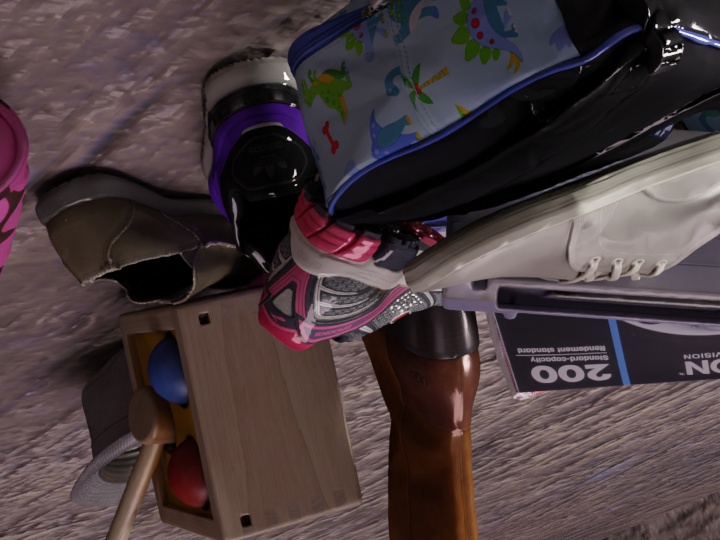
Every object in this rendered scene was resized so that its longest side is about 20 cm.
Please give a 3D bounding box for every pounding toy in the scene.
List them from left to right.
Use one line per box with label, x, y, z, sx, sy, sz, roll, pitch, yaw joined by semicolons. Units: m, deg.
pounding toy;-0.111;0.113;1.112;0.142;0.185;0.200;-12;-179;-23

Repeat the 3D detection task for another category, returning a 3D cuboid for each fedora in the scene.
fedora;-0.155;0.106;1.281;0.200;0.090;0.177;-29;162;10

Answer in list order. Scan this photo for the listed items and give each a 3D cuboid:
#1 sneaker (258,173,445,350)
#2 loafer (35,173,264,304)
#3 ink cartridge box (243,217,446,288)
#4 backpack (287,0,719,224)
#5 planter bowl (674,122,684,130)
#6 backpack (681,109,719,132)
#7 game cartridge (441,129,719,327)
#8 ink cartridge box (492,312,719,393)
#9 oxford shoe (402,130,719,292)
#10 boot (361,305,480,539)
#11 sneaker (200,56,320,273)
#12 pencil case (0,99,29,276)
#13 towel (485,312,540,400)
sneaker;0.000;0.000;0.859;0.075;0.081;0.200;-60;159;10
loafer;-0.127;-0.006;1.008;0.075;0.070;0.200;-26;160;28
ink cartridge box;0.011;-0.015;1.151;0.119;0.042;0.200;-3;161;-33
backpack;0.068;-0.111;0.738;0.200;0.147;0.183;-29;165;35
planter bowl;0.133;-0.071;1.009;0.200;0.084;0.200;-18;167;-4
backpack;0.275;-0.115;0.929;0.199;0.164;0.154;-4;151;-16
game cartridge;0.145;-0.025;0.834;0.199;0.130;0.038;4;131;3
ink cartridge box;0.183;0.030;0.962;0.198;0.043;0.200;-4;145;15
oxford shoe;0.117;-0.019;0.765;0.200;0.058;0.075;-18;-176;-16
boot;0.032;0.095;1.044;0.068;0.201;0.188;-12;-163;-27
sneaker;-0.054;-0.038;0.926;0.069;0.100;0.200;-13;161;-2
pencil case;-0.233;-0.024;0.842;0.094;0.091;0.200;-47;175;-28
towel;0.191;0.009;1.220;0.200;0.147;0.030;-17;143;3
